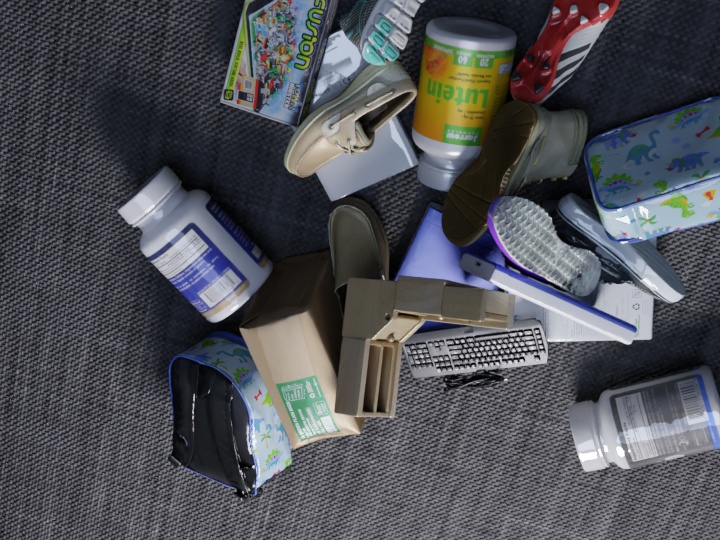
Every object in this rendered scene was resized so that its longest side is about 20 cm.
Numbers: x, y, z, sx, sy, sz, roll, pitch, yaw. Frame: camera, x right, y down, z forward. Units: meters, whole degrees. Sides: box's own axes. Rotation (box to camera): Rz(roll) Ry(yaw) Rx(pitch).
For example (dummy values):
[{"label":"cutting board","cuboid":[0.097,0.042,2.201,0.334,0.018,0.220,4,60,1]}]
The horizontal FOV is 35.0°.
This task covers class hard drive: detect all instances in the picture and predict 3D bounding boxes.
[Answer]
[{"label":"hard drive","cuboid":[-0.024,-0.203,1.485,0.132,0.027,0.200,-22,109,17]},{"label":"hard drive","cuboid":[0.114,0.020,1.559,0.132,0.025,0.200,23,116,-3]},{"label":"hard drive","cuboid":[0.232,0.033,1.431,0.200,0.132,0.025,24,93,-14]}]

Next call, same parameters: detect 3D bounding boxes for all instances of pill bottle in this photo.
[{"label":"pill bottle","cuboid":[0.393,0.207,1.563,0.200,0.114,0.114,-16,111,16]},{"label":"pill bottle","cuboid":[-0.225,-0.039,1.539,0.120,0.120,0.200,-36,104,21]},{"label":"pill bottle","cuboid":[0.123,-0.203,1.415,0.111,0.111,0.200,9,116,4]}]

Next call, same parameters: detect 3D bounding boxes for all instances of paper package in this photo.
[{"label":"paper package","cuboid":[-0.065,0.104,1.541,0.103,0.191,0.200,-14,112,17]}]

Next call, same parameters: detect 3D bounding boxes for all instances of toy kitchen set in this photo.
[{"label":"toy kitchen set","cuboid":[0.102,0.105,1.452,0.200,0.163,0.181,5,87,37]}]

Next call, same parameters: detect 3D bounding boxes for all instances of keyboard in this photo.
[{"label":"keyboard","cuboid":[0.157,0.124,1.547,0.200,0.040,0.104,-9,123,23]}]

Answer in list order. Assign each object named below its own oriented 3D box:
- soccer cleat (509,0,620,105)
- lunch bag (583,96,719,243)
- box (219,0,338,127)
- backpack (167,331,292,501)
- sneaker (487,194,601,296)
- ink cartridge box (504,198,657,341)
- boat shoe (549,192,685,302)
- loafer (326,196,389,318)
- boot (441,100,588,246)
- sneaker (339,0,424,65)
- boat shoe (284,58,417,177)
[{"label":"soccer cleat","cuboid":[0.251,-0.282,1.389,0.069,0.085,0.200,35,92,15]},{"label":"lunch bag","cuboid":[0.380,-0.124,1.390,0.200,0.161,0.082,-18,133,13]},{"label":"box","cuboid":[-0.098,-0.291,1.427,0.110,0.035,0.200,19,107,8]},{"label":"backpack","cuboid":[-0.176,0.188,1.603,0.183,0.147,0.200,18,125,34]},{"label":"sneaker","cuboid":[0.198,-0.030,1.380,0.200,0.100,0.070,35,80,-39]},{"label":"ink cartridge box","cuboid":[0.289,0.001,1.516,0.200,0.041,0.200,-2,115,2]},{"label":"boat shoe","cuboid":[0.320,-0.017,1.454,0.200,0.072,0.071,38,119,-3]},{"label":"loafer","cuboid":[0.000,0.000,1.529,0.076,0.067,0.200,-12,93,20]},{"label":"boot","cuboid":[0.194,-0.117,1.413,0.072,0.155,0.200,43,119,28]},{"label":"sneaker","cuboid":[0.041,-0.352,1.381,0.200,0.091,0.078,-55,140,5]},{"label":"boat shoe","cuboid":[-0.014,-0.179,1.431,0.200,0.072,0.065,-41,63,17]}]
